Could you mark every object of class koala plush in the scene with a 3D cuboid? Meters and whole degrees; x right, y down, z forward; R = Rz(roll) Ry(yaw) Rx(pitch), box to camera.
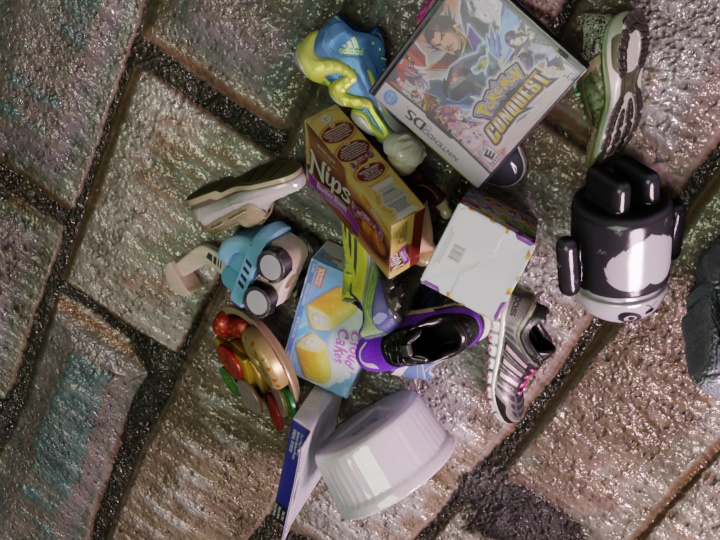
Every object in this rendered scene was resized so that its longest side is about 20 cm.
[{"bbox_3d":[0.509,0.060,1.169,0.198,0.185,0.178,20,132,-15],"label":"koala plush"}]

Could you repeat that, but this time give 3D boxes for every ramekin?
[{"bbox_3d":[0.029,0.260,1.409,0.199,0.200,0.098,-30,95,30],"label":"ramekin"}]

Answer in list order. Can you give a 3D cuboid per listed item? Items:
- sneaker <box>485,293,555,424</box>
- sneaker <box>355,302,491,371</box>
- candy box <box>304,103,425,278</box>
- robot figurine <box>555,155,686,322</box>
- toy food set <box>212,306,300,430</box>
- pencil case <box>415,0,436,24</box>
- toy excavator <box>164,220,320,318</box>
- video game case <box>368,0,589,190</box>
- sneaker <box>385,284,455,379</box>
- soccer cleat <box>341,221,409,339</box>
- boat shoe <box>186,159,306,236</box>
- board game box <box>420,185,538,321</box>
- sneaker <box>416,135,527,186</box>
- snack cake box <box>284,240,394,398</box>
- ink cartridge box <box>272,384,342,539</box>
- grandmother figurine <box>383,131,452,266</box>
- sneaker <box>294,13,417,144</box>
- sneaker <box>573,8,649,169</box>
[{"bbox_3d":[0.223,0.125,1.336,0.086,0.074,0.203,7,113,24],"label":"sneaker"},{"bbox_3d":[0.066,0.093,1.278,0.198,0.099,0.070,-20,96,28],"label":"sneaker"},{"bbox_3d":[0.002,-0.102,1.240,0.200,0.056,0.117,50,158,26],"label":"candy box"},{"bbox_3d":[0.319,-0.033,1.187,0.148,0.125,0.202,3,122,17],"label":"robot figurine"},{"bbox_3d":[-0.157,0.145,1.452,0.199,0.048,0.200,30,142,42],"label":"toy food set"},{"bbox_3d":[0.150,-0.254,1.167,0.088,0.088,0.201,-35,97,31],"label":"pencil case"},{"bbox_3d":[-0.182,-0.010,1.422,0.199,0.100,0.196,36,123,16],"label":"toy excavator"},{"bbox_3d":[0.132,-0.222,1.129,0.180,0.026,0.200,41,124,-1],"label":"video game case"},{"bbox_3d":[0.108,0.073,1.367,0.076,0.076,0.201,21,122,-21],"label":"sneaker"},{"bbox_3d":[0.000,0.000,1.301,0.083,0.202,0.065,-30,146,15],"label":"soccer cleat"},{"bbox_3d":[-0.152,-0.101,1.371,0.198,0.075,0.069,-11,115,34],"label":"boat shoe"},{"bbox_3d":[0.152,-0.027,1.202,0.102,0.200,0.106,28,105,5],"label":"board game box"},{"bbox_3d":[0.125,-0.171,1.225,0.200,0.080,0.078,42,121,-5],"label":"sneaker"},{"bbox_3d":[-0.033,0.072,1.410,0.114,0.067,0.202,23,121,9],"label":"snack cake box"},{"bbox_3d":[-0.086,0.278,1.454,0.040,0.200,0.202,19,120,10],"label":"ink cartridge box"},{"bbox_3d":[0.064,-0.094,1.257,0.120,0.061,0.202,12,140,23],"label":"grandmother figurine"},{"bbox_3d":[0.015,-0.243,1.232,0.199,0.076,0.105,38,111,-13],"label":"sneaker"},{"bbox_3d":[0.285,-0.218,1.162,0.088,0.076,0.203,31,130,41],"label":"sneaker"}]
